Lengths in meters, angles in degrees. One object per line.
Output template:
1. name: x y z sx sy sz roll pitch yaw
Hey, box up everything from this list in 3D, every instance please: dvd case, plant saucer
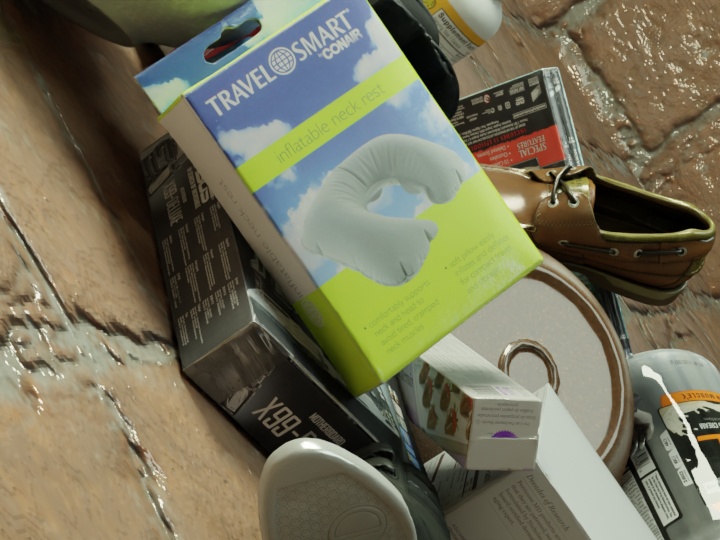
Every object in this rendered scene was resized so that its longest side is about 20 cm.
1. dvd case: 0.102 -0.023 1.705 0.022 0.146 0.201 -10 84 -45
2. plant saucer: 0.093 0.066 1.515 0.200 0.037 0.201 12 67 -30

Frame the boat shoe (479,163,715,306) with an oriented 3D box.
1. boat shoe: 0.129 -0.040 1.600 0.199 0.068 0.072 13 50 -17

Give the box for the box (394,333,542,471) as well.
1. box: 0.049 0.066 1.360 0.200 0.041 0.039 -145 -119 -72

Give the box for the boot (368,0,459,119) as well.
1. boot: 0.017 -0.141 1.525 0.165 0.066 0.200 33 6 -32

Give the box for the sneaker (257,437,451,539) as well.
1. sneaker: -0.006 0.118 1.226 0.200 0.071 0.099 52 10 -47

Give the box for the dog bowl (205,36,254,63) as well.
1. dog bowl: -0.026 -0.068 1.398 0.200 0.050 0.112 21 33 -57

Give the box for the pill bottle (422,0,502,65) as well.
1. pill bottle: 0.032 -0.194 1.846 0.113 0.200 0.113 52 13 -17

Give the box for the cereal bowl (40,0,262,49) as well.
1. cereal bowl: -0.139 -0.180 1.354 0.200 0.083 0.200 32 -7 5

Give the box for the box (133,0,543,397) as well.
1. box: -0.010 -0.052 1.290 0.200 0.122 0.048 55 -25 -2

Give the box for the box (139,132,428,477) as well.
1. box: -0.043 0.025 1.350 0.158 0.050 0.200 47 16 -34

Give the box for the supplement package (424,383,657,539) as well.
1. supplement package: 0.112 0.188 1.388 0.200 0.111 0.156 55 13 -6

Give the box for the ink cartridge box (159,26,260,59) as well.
1. ink cartridge box: -0.080 -0.146 1.558 0.116 0.067 0.200 42 11 -49

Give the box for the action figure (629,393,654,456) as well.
1. action figure: 0.124 0.118 1.608 0.102 0.119 0.201 28 43 -64

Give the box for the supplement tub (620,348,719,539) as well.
1. supplement tub: 0.220 0.160 1.669 0.123 0.122 0.200 42 19 -47
